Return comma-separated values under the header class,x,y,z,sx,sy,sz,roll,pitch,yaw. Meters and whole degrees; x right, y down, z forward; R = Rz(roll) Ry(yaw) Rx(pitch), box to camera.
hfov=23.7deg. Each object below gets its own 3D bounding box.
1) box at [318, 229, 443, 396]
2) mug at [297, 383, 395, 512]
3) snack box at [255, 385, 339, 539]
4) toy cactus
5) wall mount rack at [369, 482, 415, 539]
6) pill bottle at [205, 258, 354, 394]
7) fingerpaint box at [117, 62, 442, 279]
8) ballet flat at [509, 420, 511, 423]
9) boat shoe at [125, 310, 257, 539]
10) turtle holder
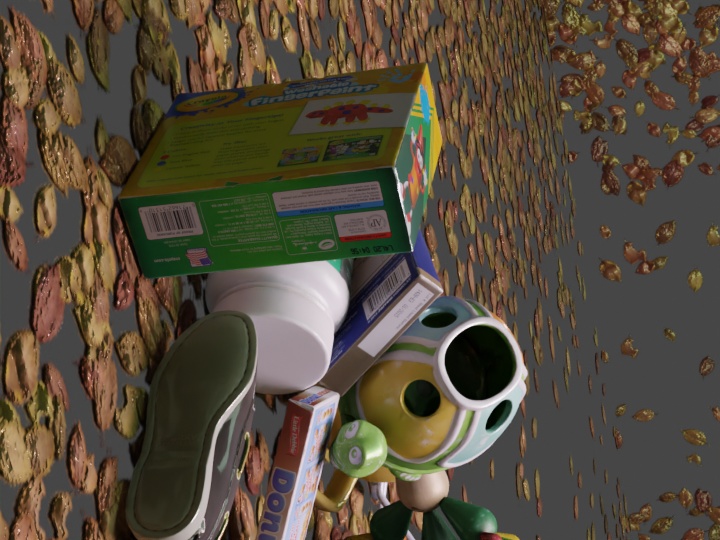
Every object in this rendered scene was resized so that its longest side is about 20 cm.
class,x,y,z,sx,sy,sz,roll,pitch,yaw
box,0.000,0.000,1.396,0.032,0.121,0.200,34,20,-27
mug,0.006,0.101,1.509,0.153,0.149,0.187,54,25,-47
snack box,-0.057,0.191,1.309,0.072,0.024,0.200,-15,120,-74
toy cactus,0.054,0.222,1.468,0.102,0.200,0.165,-22,101,-40
wall mount rack,0.045,0.212,1.657,0.200,0.074,0.174,81,13,-75
pill bottle,-0.060,-0.009,1.347,0.113,0.113,0.200,68,20,-44
fingerpaint box,-0.052,-0.073,1.240,0.167,0.199,0.073,-74,154,-57
ballet flat,0.154,0.186,2.167,0.200,0.063,0.069,-27,109,-74
boat shoe,-0.112,0.117,1.192,0.061,0.072,0.201,74,24,-45
turtle holder,0.048,0.090,1.373,0.132,0.185,0.141,-30,-114,59
